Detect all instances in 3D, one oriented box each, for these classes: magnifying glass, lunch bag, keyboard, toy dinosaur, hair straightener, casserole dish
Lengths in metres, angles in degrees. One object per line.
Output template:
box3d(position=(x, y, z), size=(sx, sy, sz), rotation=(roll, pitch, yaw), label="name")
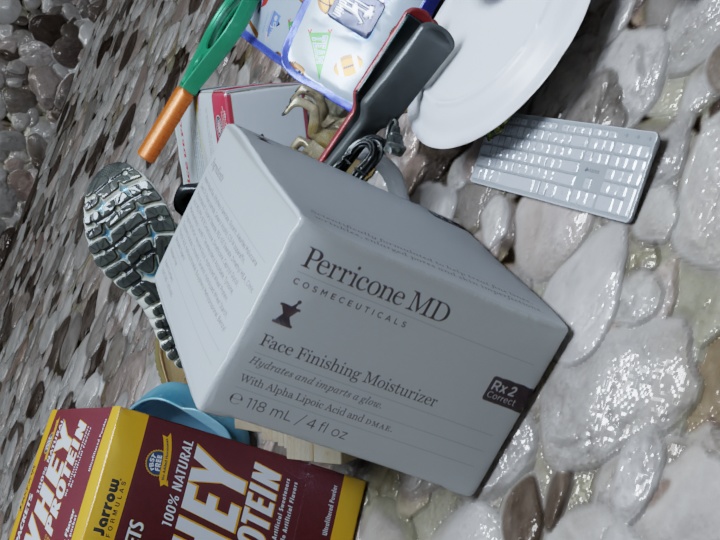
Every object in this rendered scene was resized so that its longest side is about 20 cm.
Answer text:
box3d(position=(-0.160, -0.195, 1.073), size=(0.200, 0.022, 0.080), rotation=(-55, 25, 5), label="magnifying glass")
box3d(position=(-0.008, -0.250, 1.026), size=(0.200, 0.124, 0.171), rotation=(44, 110, 46), label="lunch bag")
box3d(position=(0.131, -0.074, 0.734), size=(0.057, 0.011, 0.200), rotation=(-67, 25, 2), label="keyboard")
box3d(position=(-0.023, -0.121, 0.972), size=(0.200, 0.101, 0.058), rotation=(-40, 18, 43), label="toy dinosaur")
box3d(position=(0.002, -0.104, 0.823), size=(0.200, 0.041, 0.077), rotation=(-50, 32, 11), label="hair straightener")
box3d(position=(-0.177, 0.166, 1.035), size=(0.200, 0.121, 0.039), rotation=(-41, 19, 45), label="casserole dish")

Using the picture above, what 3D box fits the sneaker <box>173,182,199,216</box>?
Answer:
box3d(position=(-0.100, -0.018, 0.934), size=(0.200, 0.082, 0.071), rotation=(43, 123, 41), label="sneaker")

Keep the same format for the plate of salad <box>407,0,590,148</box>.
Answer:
box3d(position=(0.107, -0.176, 0.810), size=(0.200, 0.048, 0.201), rotation=(-38, 37, 36), label="plate of salad")

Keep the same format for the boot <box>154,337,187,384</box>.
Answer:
box3d(position=(-0.130, 0.077, 1.070), size=(0.200, 0.066, 0.176), rotation=(-43, 47, 43), label="boot")

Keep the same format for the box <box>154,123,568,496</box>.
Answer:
box3d(position=(-0.010, 0.020, 0.715), size=(0.131, 0.198, 0.200), rotation=(-62, 26, 13), label="box")

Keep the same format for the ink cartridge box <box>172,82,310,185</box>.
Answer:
box3d(position=(-0.121, -0.116, 1.110), size=(0.200, 0.082, 0.147), rotation=(-159, 60, -65), label="ink cartridge box")

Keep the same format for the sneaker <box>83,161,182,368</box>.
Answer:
box3d(position=(-0.184, -0.004, 0.983), size=(0.078, 0.201, 0.090), rotation=(-25, 14, 0), label="sneaker")

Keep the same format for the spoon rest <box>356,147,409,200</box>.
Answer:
box3d(position=(0.000, 0.000, 0.896), size=(0.099, 0.060, 0.201), rotation=(-151, 70, -66), label="spoon rest")

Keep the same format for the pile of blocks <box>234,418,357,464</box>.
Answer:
box3d(position=(-0.036, 0.097, 0.818), size=(0.200, 0.082, 0.063), rotation=(-177, 86, -69), label="pile of blocks")

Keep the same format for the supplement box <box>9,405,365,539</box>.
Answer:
box3d(position=(-0.140, 0.196, 0.829), size=(0.197, 0.199, 0.133), rotation=(-14, 58, 60), label="supplement box")
